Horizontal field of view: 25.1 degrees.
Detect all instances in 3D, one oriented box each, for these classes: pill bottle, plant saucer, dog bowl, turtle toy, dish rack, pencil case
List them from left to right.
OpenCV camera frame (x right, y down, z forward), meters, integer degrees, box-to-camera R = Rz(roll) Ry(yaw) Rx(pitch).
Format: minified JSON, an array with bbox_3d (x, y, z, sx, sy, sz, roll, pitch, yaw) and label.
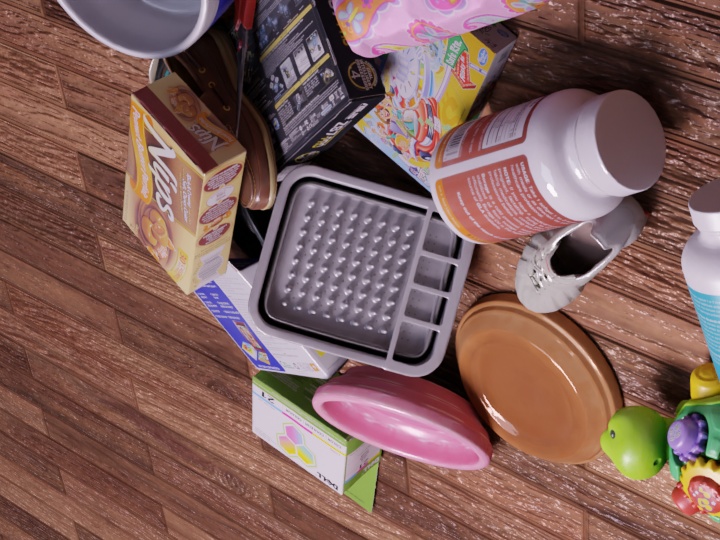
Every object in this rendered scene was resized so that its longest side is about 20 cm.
[{"bbox_3d":[-0.208,-0.304,1.517,0.199,0.079,0.201,20,137,20],"label":"dog bowl"},{"bbox_3d":[0.000,0.000,1.574,0.199,0.172,0.044,16,179,-8],"label":"dish rack"},{"bbox_3d":[0.049,0.154,1.720,0.200,0.051,0.201,19,162,6],"label":"plant saucer"},{"bbox_3d":[0.072,-0.239,1.341,0.199,0.087,0.088,-14,111,38],"label":"pencil case"},{"bbox_3d":[0.171,0.116,1.623,0.200,0.037,0.201,29,139,29],"label":"plant saucer"},{"bbox_3d":[0.160,-0.091,1.382,0.200,0.112,0.112,-13,112,52],"label":"pill bottle"},{"bbox_3d":[0.314,0.167,1.452,0.199,0.101,0.146,19,134,37],"label":"turtle toy"},{"bbox_3d":[0.326,0.023,1.301,0.111,0.111,0.201,3,124,47],"label":"pill bottle"}]

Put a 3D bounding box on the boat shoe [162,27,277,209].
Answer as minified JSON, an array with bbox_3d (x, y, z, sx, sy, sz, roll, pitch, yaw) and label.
[{"bbox_3d":[-0.140,-0.144,1.575,0.072,0.067,0.201,-50,57,54],"label":"boat shoe"}]

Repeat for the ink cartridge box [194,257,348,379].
[{"bbox_3d":[-0.123,0.030,1.763,0.200,0.047,0.197,53,160,-17],"label":"ink cartridge box"}]

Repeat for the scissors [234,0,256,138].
[{"bbox_3d":[-0.114,-0.227,1.547,0.073,0.014,0.201,16,99,62],"label":"scissors"}]

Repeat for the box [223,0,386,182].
[{"bbox_3d":[-0.063,-0.194,1.545,0.200,0.049,0.162,-38,70,55],"label":"box"}]

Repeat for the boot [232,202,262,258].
[{"bbox_3d":[-0.041,-0.022,1.693,0.211,0.079,0.158,53,153,-21],"label":"boot"}]

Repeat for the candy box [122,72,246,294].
[{"bbox_3d":[-0.174,-0.081,1.566,0.115,0.055,0.200,47,149,20],"label":"candy box"}]

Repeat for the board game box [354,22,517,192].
[{"bbox_3d":[0.054,-0.181,1.487,0.134,0.034,0.200,41,144,14],"label":"board game box"}]

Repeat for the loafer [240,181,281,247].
[{"bbox_3d":[-0.060,-0.017,1.621,0.068,0.070,0.201,-38,80,24],"label":"loafer"}]

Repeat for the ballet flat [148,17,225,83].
[{"bbox_3d":[-0.197,-0.219,1.709,0.069,0.068,0.200,56,147,16],"label":"ballet flat"}]

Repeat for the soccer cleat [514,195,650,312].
[{"bbox_3d":[0.184,-0.010,1.458,0.069,0.078,0.200,48,145,4],"label":"soccer cleat"}]

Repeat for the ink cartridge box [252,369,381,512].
[{"bbox_3d":[-0.053,0.209,1.922,0.148,0.076,0.201,32,139,25],"label":"ink cartridge box"}]
